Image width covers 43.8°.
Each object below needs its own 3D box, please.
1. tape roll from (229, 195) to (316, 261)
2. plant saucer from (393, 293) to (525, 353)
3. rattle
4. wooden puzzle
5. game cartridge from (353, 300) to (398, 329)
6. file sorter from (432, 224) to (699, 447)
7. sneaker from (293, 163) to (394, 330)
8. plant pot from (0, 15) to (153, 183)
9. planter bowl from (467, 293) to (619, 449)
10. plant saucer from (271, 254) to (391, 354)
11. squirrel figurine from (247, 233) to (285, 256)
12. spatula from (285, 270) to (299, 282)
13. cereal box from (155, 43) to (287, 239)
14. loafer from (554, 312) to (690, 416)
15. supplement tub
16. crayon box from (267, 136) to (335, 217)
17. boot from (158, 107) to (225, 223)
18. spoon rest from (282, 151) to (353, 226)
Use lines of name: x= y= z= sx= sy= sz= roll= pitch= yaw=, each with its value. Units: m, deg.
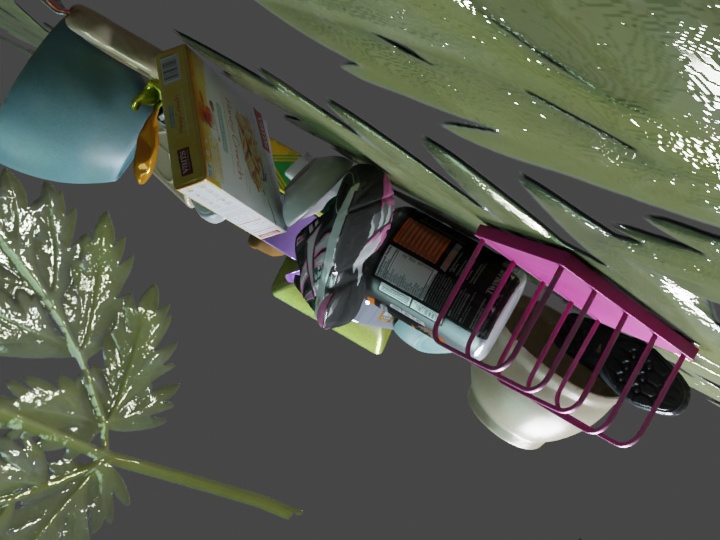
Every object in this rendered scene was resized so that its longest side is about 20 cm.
tape roll: x=-0.125 y=-0.074 z=1.250 sx=0.199 sy=0.066 sz=0.200 roll=32 pitch=180 yaw=0
plant saucer: x=0.149 y=0.082 z=1.300 sx=0.198 sy=0.036 sz=0.200 roll=-9 pitch=159 yaw=-4
rattle: x=-0.277 y=-0.204 z=0.920 sx=0.199 sy=0.143 sz=0.130 roll=24 pitch=-159 yaw=-47
wooden puzzle: x=-0.281 y=-0.203 z=1.198 sx=0.185 sy=0.046 sz=0.201 roll=40 pitch=153 yaw=33
game cartridge: x=0.072 y=0.026 z=1.303 sx=0.199 sy=0.133 sz=0.042 roll=13 pitch=-149 yaw=-47
file sorter: x=0.190 y=0.068 z=0.863 sx=0.199 sy=0.126 sz=0.139 roll=31 pitch=177 yaw=-29
sneaker: x=-0.034 y=-0.032 z=0.968 sx=0.080 sy=0.201 sz=0.086 roll=-18 pitch=-131 yaw=-44
plant pot: x=-0.319 y=-0.179 z=1.044 sx=0.134 sy=0.201 sz=0.200 roll=33 pitch=178 yaw=-12
planter bowl: x=0.222 y=0.143 z=1.157 sx=0.199 sy=0.135 sz=0.201 roll=26 pitch=-156 yaw=-13
plant saucer: x=-0.007 y=-0.006 z=1.371 sx=0.199 sy=0.201 sz=0.048 roll=30 pitch=155 yaw=-12
squirrel figurine: x=-0.080 y=-0.062 z=1.627 sx=0.186 sy=0.142 sz=0.200 roll=24 pitch=-177 yaw=-22
spatula: x=0.000 y=0.000 z=1.201 sx=0.198 sy=0.021 sz=0.057 roll=-2 pitch=166 yaw=2
cereal box: x=-0.140 y=-0.126 z=0.929 sx=0.039 sy=0.145 sz=0.200 roll=-16 pitch=165 yaw=14
loafer: x=0.310 y=0.108 z=1.046 sx=0.070 sy=0.068 sz=0.200 roll=22 pitch=-171 yaw=-35
supplement tub: x=0.080 y=0.007 z=1.032 sx=0.199 sy=0.123 sz=0.122 roll=30 pitch=178 yaw=14
crayon box: x=-0.046 y=-0.099 z=1.211 sx=0.172 sy=0.059 sz=0.200 roll=31 pitch=179 yaw=13
boot: x=-0.196 y=-0.148 z=1.030 sx=0.095 sy=0.073 sz=0.201 roll=37 pitch=-154 yaw=-44
spoon rest: x=-0.050 y=-0.095 z=1.021 sx=0.061 sy=0.099 sz=0.200 roll=45 pitch=-175 yaw=-14
